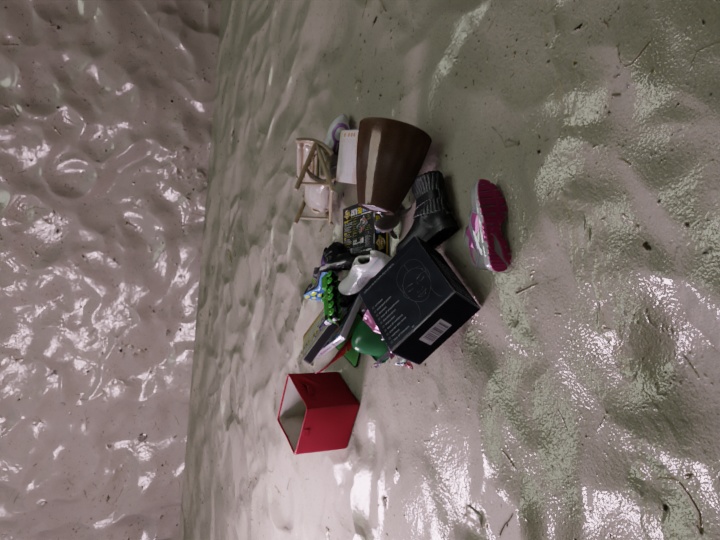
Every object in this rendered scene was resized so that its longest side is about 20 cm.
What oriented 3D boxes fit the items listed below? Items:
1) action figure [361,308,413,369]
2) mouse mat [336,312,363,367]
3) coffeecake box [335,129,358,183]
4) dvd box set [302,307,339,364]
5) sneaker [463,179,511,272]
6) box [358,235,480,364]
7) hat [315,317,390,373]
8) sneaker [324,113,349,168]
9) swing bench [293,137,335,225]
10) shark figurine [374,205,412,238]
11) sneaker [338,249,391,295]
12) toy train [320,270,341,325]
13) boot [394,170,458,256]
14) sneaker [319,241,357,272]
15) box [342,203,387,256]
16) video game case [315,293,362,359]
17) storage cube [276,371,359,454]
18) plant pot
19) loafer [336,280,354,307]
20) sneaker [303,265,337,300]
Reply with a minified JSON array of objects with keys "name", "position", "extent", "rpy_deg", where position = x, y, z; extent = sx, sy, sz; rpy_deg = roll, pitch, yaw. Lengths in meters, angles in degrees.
[{"name":"action figure","position":[0.091,0.165,1.484],"extent":[0.201,0.148,0.134],"rpy_deg":[59,149,15]},{"name":"mouse mat","position":[-0.041,0.188,1.780],"extent":[0.200,0.007,0.162],"rpy_deg":[36,119,55]},{"name":"coffeecake box","position":[0.010,-0.327,1.665],"extent":[0.200,0.072,0.155],"rpy_deg":[22,107,59]},{"name":"dvd box set","position":[-0.121,0.183,1.712],"extent":[0.147,0.029,0.200],"rpy_deg":[-53,12,7]},{"name":"sneaker","position":[0.254,-0.091,1.210],"extent":[0.088,0.081,0.202],"rpy_deg":[-17,73,57]},{"name":"box","position":[0.129,0.068,1.309],"extent":[0.200,0.124,0.197],"rpy_deg":[-45,47,16]},{"name":"hat","position":[-0.016,0.181,1.565],"extent":[0.165,0.175,0.202],"rpy_deg":[-8,81,62]},{"name":"sneaker","position":[-0.080,-0.413,1.853],"extent":[0.100,0.074,0.201],"rpy_deg":[-90,23,-45]},{"name":"swing bench","position":[-0.146,-0.280,1.819],"extent":[0.199,0.128,0.202],"rpy_deg":[101,170,-62]},{"name":"shark figurine","position":[0.095,-0.177,1.528],"extent":[0.089,0.128,0.216],"rpy_deg":[-20,50,32]},{"name":"sneaker","position":[0.000,0.000,1.599],"extent":[0.200,0.080,0.071],"rpy_deg":[-34,36,34]},{"name":"toy train","position":[-0.087,0.079,1.648],"extent":[0.056,0.042,0.201],"rpy_deg":[-39,34,25]},{"name":"boot","position":[0.145,-0.129,1.402],"extent":[0.211,0.079,0.159],"rpy_deg":[-35,64,42]},{"name":"sneaker","position":[-0.068,-0.045,1.692],"extent":[0.199,0.075,0.089],"rpy_deg":[-10,76,61]},{"name":"box","position":[0.011,-0.116,1.672],"extent":[0.199,0.049,0.162],"rpy_deg":[-10,77,61]},{"name":"video game case","position":[-0.058,0.152,1.684],"extent":[0.182,0.023,0.201],"rpy_deg":[-41,17,49]},{"name":"storage cube","position":[-0.131,0.430,1.748],"extent":[0.171,0.178,0.202],"rpy_deg":[45,125,52]},{"name":"plant pot","position":[0.062,-0.246,1.415],"extent":[0.186,0.186,0.202],"rpy_deg":[10,84,60]},{"name":"loafer","position":[-0.073,0.064,1.739],"extent":[0.068,0.070,0.200],"rpy_deg":[-49,17,-6]},{"name":"sneaker","position":[-0.130,0.034,1.900],"extent":[0.200,0.070,0.083],"rpy_deg":[-53,31,43]}]
